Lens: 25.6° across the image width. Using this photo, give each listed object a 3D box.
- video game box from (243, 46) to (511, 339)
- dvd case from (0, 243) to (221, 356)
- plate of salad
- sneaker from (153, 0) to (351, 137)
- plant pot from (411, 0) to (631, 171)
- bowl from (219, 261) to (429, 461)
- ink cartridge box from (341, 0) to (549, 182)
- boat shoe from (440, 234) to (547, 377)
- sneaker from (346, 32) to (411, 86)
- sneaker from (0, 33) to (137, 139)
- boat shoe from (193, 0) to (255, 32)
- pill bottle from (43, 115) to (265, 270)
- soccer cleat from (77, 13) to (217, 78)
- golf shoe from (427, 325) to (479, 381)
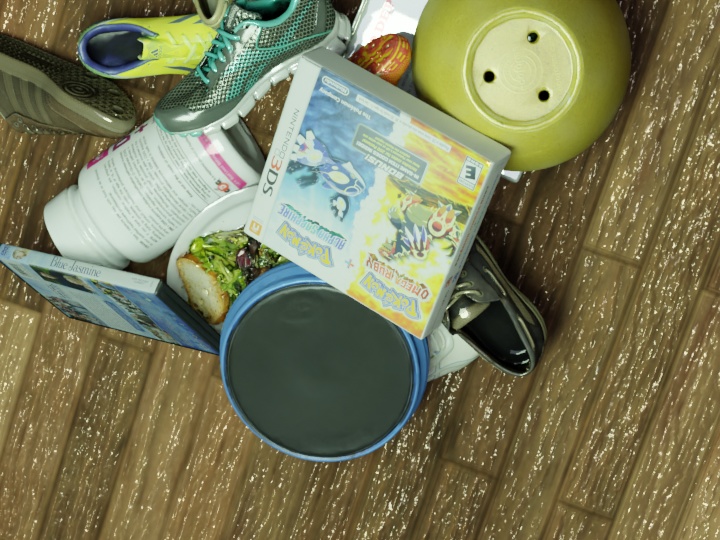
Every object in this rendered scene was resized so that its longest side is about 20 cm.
[{"bbox_3d":[0.009,-0.067,1.374,0.199,0.047,0.183,30,122,18],"label":"video game box"},{"bbox_3d":[-0.237,0.028,1.512,0.198,0.143,0.018,12,69,29],"label":"dvd case"},{"bbox_3d":[-0.087,0.009,1.529,0.198,0.048,0.202,-6,121,-10],"label":"plate of salad"},{"bbox_3d":[-0.108,-0.200,1.424,0.199,0.078,0.092,-35,134,-6],"label":"sneaker"},{"bbox_3d":[0.139,-0.178,1.363,0.198,0.142,0.202,1,100,5],"label":"plant pot"},{"bbox_3d":[-0.035,0.088,1.475,0.198,0.039,0.203,3,113,7],"label":"bowl"},{"bbox_3d":[0.086,-0.191,1.483,0.198,0.088,0.146,24,102,1],"label":"ink cartridge box"},{"bbox_3d":[0.098,0.019,1.429,0.200,0.073,0.074,40,110,-16],"label":"boat shoe"},{"bbox_3d":[-0.004,-0.131,1.441,0.077,0.073,0.201,23,125,-19],"label":"sneaker"},{"bbox_3d":[-0.301,-0.162,1.539,0.199,0.070,0.076,30,119,22],"label":"sneaker"},{"bbox_3d":[-0.145,-0.312,1.471,0.073,0.063,0.203,-20,76,27],"label":"boat shoe"},{"bbox_3d":[-0.199,-0.080,1.526,0.199,0.113,0.114,-33,95,12],"label":"pill bottle"},{"bbox_3d":[-0.174,-0.214,1.512,0.198,0.084,0.065,-4,100,8],"label":"soccer cleat"},{"bbox_3d":[0.056,0.083,1.534,0.199,0.097,0.079,-34,94,11],"label":"golf shoe"}]
